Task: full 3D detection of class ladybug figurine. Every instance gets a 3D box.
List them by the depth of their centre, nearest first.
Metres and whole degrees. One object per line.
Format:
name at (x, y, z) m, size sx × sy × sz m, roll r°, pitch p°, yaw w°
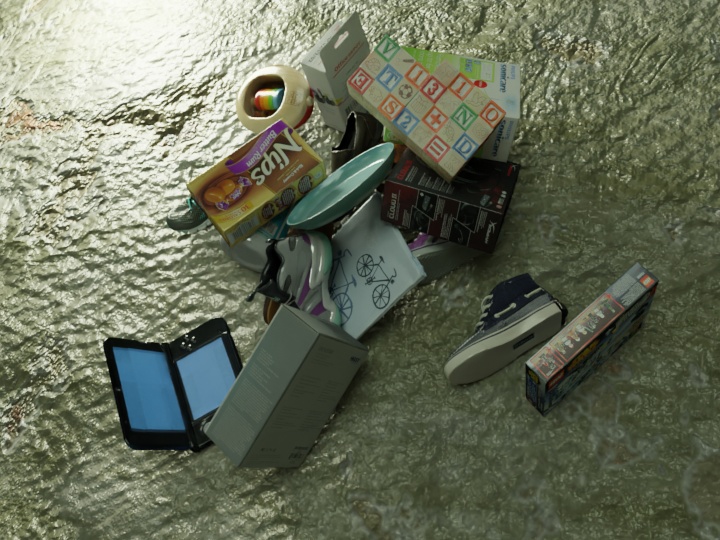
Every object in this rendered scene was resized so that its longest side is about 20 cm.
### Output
ladybug figurine at (-0.159, -0.323, 1.284) m, size 0.198 × 0.071 × 0.138 m, roll 16°, pitch 90°, yaw 39°

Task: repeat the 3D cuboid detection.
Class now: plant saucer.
plant saucer at (-0.025, -0.122, 1.003) m, size 0.198 × 0.028 × 0.201 m, roll -32°, pitch 19°, yaw 12°

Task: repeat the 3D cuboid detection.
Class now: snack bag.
snack bag at (0.000, 0.000, 1.043) m, size 0.200 × 0.021 × 0.190 m, roll -45°, pitch 51°, yaw 23°

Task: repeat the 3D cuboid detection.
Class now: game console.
game console at (-0.277, 0.164, 1.023) m, size 0.169 × 0.119 × 0.202 m, roll -28°, pitch 57°, yaw -1°

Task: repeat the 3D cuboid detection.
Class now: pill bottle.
pill bottle at (-0.154, -0.106, 1.150) m, size 0.109 × 0.111 × 0.203 m, roll 13°, pitch 64°, yaw 23°

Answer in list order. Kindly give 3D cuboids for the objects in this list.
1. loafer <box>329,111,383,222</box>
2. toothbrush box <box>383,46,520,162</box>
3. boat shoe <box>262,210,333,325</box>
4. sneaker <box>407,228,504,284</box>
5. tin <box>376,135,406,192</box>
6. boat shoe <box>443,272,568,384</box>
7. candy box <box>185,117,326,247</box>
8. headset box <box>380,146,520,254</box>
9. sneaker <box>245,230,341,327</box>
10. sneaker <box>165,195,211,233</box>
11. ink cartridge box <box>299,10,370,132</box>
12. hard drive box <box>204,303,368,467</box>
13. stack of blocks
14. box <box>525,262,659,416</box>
loafer at (-0.030, -0.184, 1.151) m, size 0.072 × 0.071 × 0.204 m, roll 15°, pitch 84°, yaw 51°
toothbrush box at (0.144, -0.262, 1.038) m, size 0.196 × 0.087 × 0.147 m, roll 12°, pitch 48°, yaw 3°
boat shoe at (-0.108, -0.003, 1.085) m, size 0.070 × 0.070 × 0.203 m, roll 22°, pitch 85°, yaw 49°
sneaker at (0.117, -0.054, 1.066) m, size 0.197 × 0.073 × 0.115 m, roll -23°, pitch 52°, yaw -10°
tin at (0.100, -0.199, 1.172) m, size 0.196 × 0.042 × 0.114 m, roll -13°, pitch 53°, yaw 8°
boat shoe at (0.193, 0.082, 0.964) m, size 0.197 × 0.075 × 0.093 m, roll -26°, pitch 49°, yaw -9°
candy box at (-0.166, -0.144, 1.076) m, size 0.199 × 0.057 × 0.117 m, roll -37°, pitch 67°, yaw -13°
headset box at (0.129, -0.122, 1.011) m, size 0.197 × 0.078 × 0.150 m, roll 19°, pitch 42°, yaw 12°
sneaker at (-0.106, 0.047, 0.998) m, size 0.077 × 0.138 × 0.204 m, roll -9°, pitch 89°, yaw 54°
sneaker at (-0.277, -0.144, 1.220) m, size 0.197 × 0.092 × 0.078 m, roll -28°, pitch 55°, yaw -1°
ink cartridge box at (-0.037, -0.365, 1.212) m, size 0.067 × 0.201 × 0.116 m, roll 28°, pitch 70°, yaw 29°
hard drive box at (-0.095, 0.164, 0.913) m, size 0.076 × 0.155 × 0.202 m, roll 33°, pitch 92°, yaw 30°
stack of blocks at (0.091, -0.235, 0.933) m, size 0.199 × 0.059 × 0.116 m, roll 41°, pitch 90°, yaw 4°
box at (0.301, 0.095, 0.877) m, size 0.199 × 0.138 × 0.040 m, roll -39°, pitch 60°, yaw -9°
